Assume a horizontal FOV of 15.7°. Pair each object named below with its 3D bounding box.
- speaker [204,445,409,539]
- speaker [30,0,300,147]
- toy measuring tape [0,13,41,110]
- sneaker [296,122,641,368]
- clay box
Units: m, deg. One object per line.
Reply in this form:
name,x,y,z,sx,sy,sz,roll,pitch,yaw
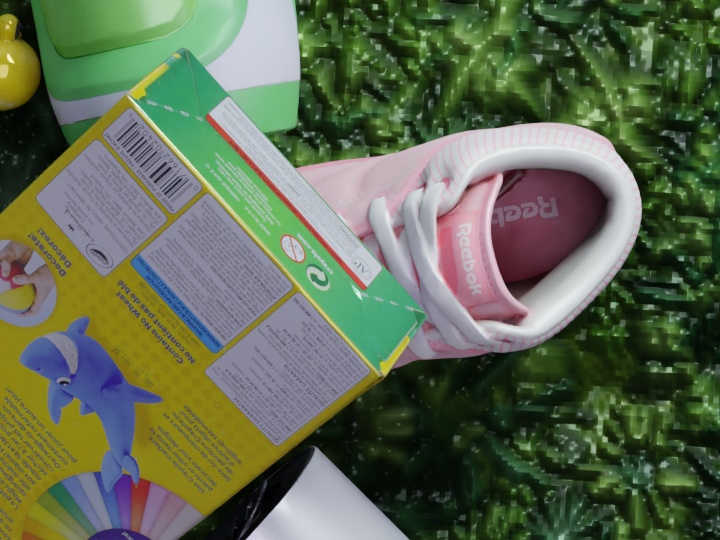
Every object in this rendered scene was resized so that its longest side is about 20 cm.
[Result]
speaker,0.025,0.153,0.871,0.081,0.081,0.200,-45,96,-3
speaker,-0.074,-0.138,0.850,0.088,0.088,0.201,-11,93,-5
toy measuring tape,-0.198,-0.096,0.848,0.199,0.074,0.074,16,90,-6
sneaker,0.000,0.000,0.853,0.199,0.105,0.076,-18,95,-4
clay box,-0.087,0.034,0.838,0.115,0.048,0.200,48,124,-5
